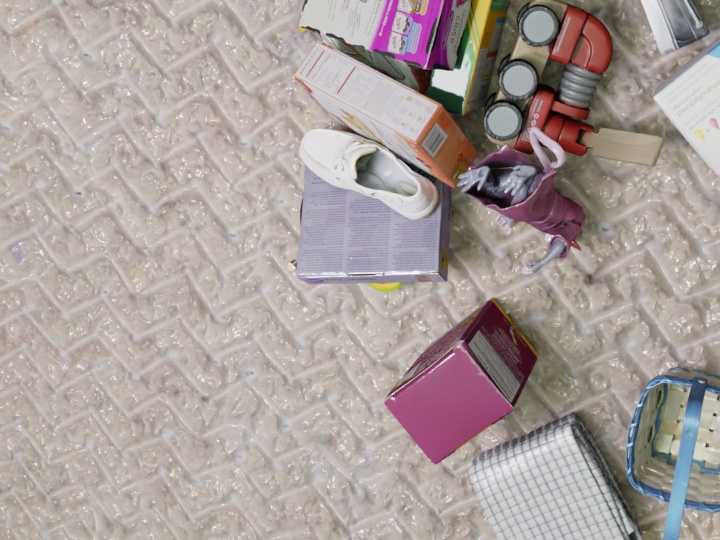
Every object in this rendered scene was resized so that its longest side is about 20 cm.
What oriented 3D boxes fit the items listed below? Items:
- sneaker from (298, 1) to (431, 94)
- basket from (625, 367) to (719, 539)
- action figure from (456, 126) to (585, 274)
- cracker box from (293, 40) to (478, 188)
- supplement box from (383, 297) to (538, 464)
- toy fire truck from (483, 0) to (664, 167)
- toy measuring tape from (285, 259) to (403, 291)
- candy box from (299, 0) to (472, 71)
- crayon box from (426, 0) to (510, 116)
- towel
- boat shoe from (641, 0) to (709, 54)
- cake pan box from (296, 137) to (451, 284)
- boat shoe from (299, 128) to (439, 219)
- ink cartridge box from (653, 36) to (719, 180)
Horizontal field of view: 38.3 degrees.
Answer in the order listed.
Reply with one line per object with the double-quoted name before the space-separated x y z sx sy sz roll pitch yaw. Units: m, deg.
"sneaker" 0.006 -0.281 1.297 0.200 0.078 0.082 42 117 15
"basket" 0.384 0.211 1.219 0.138 0.200 0.177 11 106 15
"action figure" 0.213 -0.085 1.233 0.149 0.200 0.134 -50 42 18
"cracker box" 0.030 -0.185 1.234 0.200 0.134 0.058 34 89 31
"supplement box" 0.131 0.132 1.286 0.131 0.200 0.103 -39 89 24
"toy fire truck" 0.259 -0.207 1.210 0.199 0.129 0.177 19 109 0
"toy measuring tape" 0.000 0.000 1.368 0.199 0.074 0.074 -13 99 21
"candy box" 0.031 -0.318 1.175 0.200 0.061 0.137 27 111 34
"crayon box" 0.135 -0.291 1.218 0.051 0.126 0.201 18 108 14
"towel" 0.257 0.305 1.353 0.165 0.086 0.201 -28 92 21
"boat shoe" 0.338 -0.348 1.165 0.068 0.072 0.201 -20 99 24
"cake pan box" 0.015 -0.076 1.312 0.199 0.052 0.185 -3 73 18
"boat shoe" 0.004 -0.131 1.266 0.199 0.069 0.071 26 85 23
"ink cartridge box" 0.442 -0.165 1.137 0.147 0.145 0.200 -40 90 22
